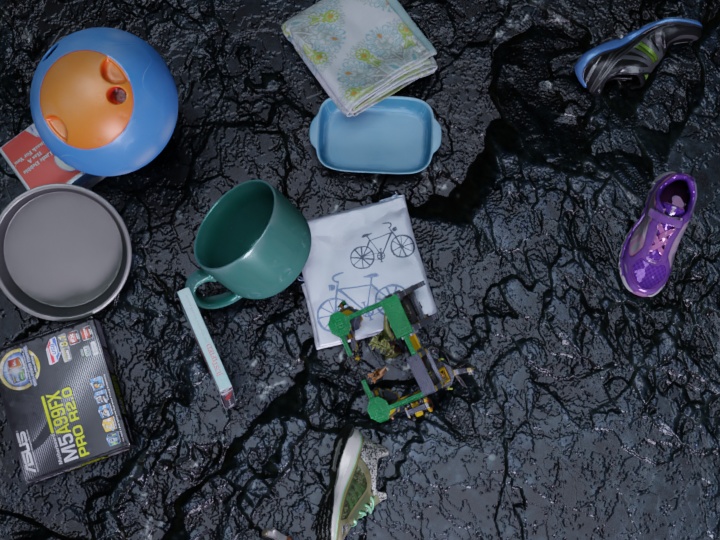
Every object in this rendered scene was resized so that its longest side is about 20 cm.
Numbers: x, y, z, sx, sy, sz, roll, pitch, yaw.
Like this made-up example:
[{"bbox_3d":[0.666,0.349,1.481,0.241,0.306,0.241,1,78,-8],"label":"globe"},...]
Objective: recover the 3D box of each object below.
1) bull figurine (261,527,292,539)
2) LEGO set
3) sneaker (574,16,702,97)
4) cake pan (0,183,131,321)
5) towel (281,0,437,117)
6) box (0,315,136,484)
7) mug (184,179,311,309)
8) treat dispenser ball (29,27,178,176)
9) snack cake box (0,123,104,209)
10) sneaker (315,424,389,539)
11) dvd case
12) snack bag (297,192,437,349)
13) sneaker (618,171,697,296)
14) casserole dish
[{"bbox_3d":[-0.138,0.456,1.420,0.200,0.065,0.122,-47,115,-15],"label":"bull figurine"},{"bbox_3d":[0.057,0.109,1.477,0.153,0.116,0.201,-35,84,28],"label":"LEGO set"},{"bbox_3d":[0.426,-0.323,1.572,0.198,0.071,0.083,-24,85,1],"label":"sneaker"},{"bbox_3d":[-0.434,-0.028,1.507,0.198,0.037,0.202,-2,101,-11],"label":"cake pan"},{"bbox_3d":[0.000,-0.344,1.570,0.170,0.048,0.201,-31,69,-13],"label":"towel"},{"bbox_3d":[-0.430,0.187,1.496,0.159,0.044,0.202,-18,79,-3],"label":"box"},{"bbox_3d":[-0.158,-0.030,1.489,0.184,0.114,0.153,-26,45,26],"label":"mug"},{"bbox_3d":[-0.353,-0.232,1.428,0.199,0.201,0.203,0,79,1],"label":"treat dispenser ball"},{"bbox_3d":[-0.424,-0.190,1.558,0.199,0.067,0.115,-37,83,-6],"label":"snack cake box"},{"bbox_3d":[-0.004,0.322,1.447,0.088,0.077,0.202,17,72,-13],"label":"sneaker"},{"bbox_3d":[-0.210,0.112,1.428,0.022,0.200,0.147,-23,79,-9],"label":"dvd case"},{"bbox_3d":[0.000,0.000,1.537,0.187,0.021,0.202,-15,80,-3],"label":"snack bag"},{"bbox_3d":[0.439,-0.061,1.508,0.080,0.088,0.202,22,81,4],"label":"sneaker"},{"bbox_3d":[0.023,-0.202,1.567,0.198,0.039,0.122,2,79,2],"label":"casserole dish"}]
